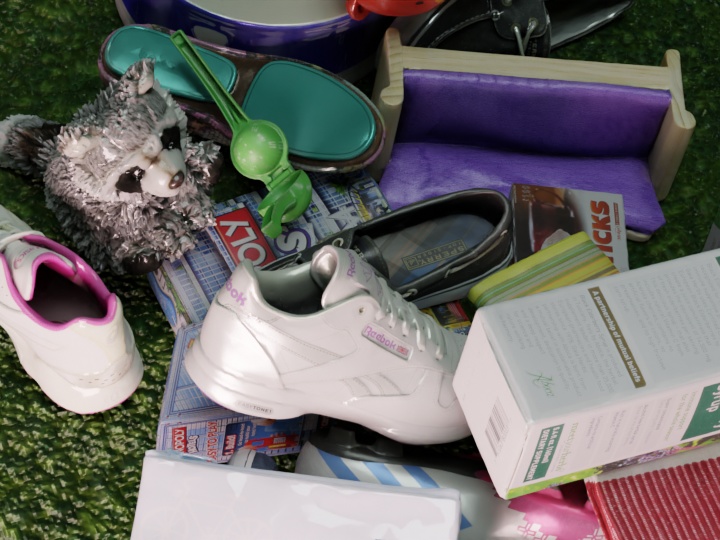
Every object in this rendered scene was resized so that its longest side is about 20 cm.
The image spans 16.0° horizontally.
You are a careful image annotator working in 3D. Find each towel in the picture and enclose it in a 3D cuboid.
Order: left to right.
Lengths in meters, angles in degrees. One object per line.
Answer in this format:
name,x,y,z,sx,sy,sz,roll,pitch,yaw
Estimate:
towel,0.150,0.067,1.477,0.086,0.018,0.200,-26,61,-21
towel,0.185,0.086,1.444,0.144,0.023,0.200,-11,58,-16

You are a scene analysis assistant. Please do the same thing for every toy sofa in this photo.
toy sofa,0.105,-0.086,1.619,0.200,0.083,0.098,4,54,-7

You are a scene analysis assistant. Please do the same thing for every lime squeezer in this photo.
lime squeezer,-0.067,-0.067,1.535,0.071,0.038,0.200,21,28,-36

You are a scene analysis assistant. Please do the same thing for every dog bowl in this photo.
dog bowl,-0.063,-0.211,1.687,0.200,0.079,0.200,3,55,-5

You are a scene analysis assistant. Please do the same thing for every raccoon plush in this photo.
raccoon plush,-0.174,-0.074,1.513,0.200,0.134,0.097,11,62,29

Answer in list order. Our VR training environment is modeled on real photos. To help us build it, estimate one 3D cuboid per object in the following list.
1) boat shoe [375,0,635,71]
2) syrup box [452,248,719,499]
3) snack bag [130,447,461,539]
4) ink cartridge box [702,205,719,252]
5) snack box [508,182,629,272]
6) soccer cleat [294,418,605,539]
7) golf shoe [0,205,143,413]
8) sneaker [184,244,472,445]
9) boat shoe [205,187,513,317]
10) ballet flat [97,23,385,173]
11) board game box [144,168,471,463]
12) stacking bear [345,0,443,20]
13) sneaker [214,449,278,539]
boat shoe,0.101,-0.168,1.683,0.200,0.072,0.071,-31,60,-27
syrup box,0.160,0.051,1.402,0.200,0.079,0.081,-12,59,-18
snack bag,-0.043,0.196,1.361,0.188,0.021,0.200,7,68,10
ink cartridge box,0.280,0.043,1.520,0.084,0.145,0.200,-10,58,-14
snack box,0.127,0.028,1.536,0.072,0.024,0.200,6,47,-6
soccer cleat,0.058,0.144,1.465,0.200,0.086,0.070,13,11,8
golf shoe,-0.205,-0.004,1.519,0.200,0.092,0.075,37,60,18
sneaker,0.008,0.040,1.424,0.200,0.100,0.075,7,32,-23
boat shoe,0.000,0.000,1.490,0.200,0.057,0.069,-21,61,-21
ballet flat,-0.071,-0.101,1.613,0.200,0.071,0.069,18,69,17
board game box,-0.051,0.033,1.533,0.200,0.062,0.200,-19,60,-20
stacking bear,0.063,-0.227,1.613,0.114,0.121,0.200,36,52,23
sneaker,-0.007,0.192,1.411,0.146,0.077,0.202,-5,66,2
